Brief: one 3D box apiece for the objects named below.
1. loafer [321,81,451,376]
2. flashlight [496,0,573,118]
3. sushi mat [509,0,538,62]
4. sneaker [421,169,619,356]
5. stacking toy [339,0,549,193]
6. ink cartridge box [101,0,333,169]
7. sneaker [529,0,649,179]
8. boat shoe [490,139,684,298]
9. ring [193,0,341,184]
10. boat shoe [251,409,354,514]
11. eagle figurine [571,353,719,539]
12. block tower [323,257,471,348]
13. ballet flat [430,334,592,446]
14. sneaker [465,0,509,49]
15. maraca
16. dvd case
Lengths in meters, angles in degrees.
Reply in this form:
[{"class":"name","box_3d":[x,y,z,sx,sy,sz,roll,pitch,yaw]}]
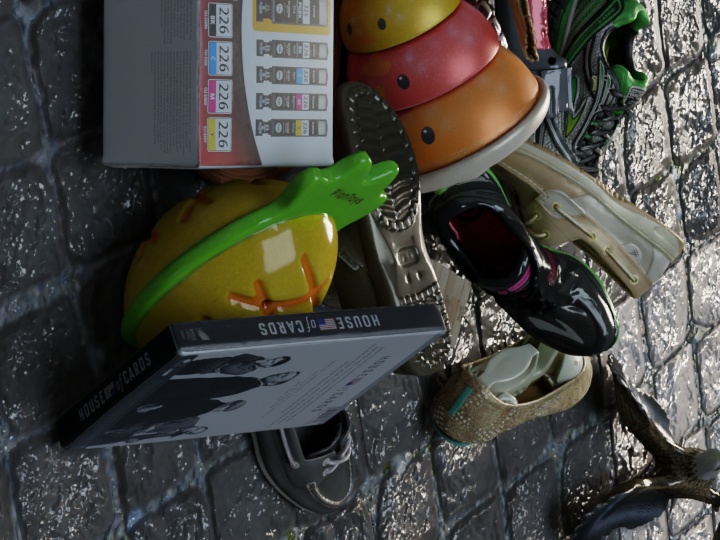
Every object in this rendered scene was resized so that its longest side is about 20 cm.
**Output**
[{"class":"loafer","box_3d":[0.002,-0.024,1.435,0.076,0.067,0.200,-5,82,-56]},{"class":"flashlight","box_3d":[0.136,-0.218,1.675,0.068,0.068,0.200,-12,102,-38]},{"class":"sushi mat","box_3d":[0.098,-0.246,1.561,0.096,0.012,0.200,74,4,-49]},{"class":"sneaker","box_3d":[0.115,0.004,1.628,0.200,0.077,0.084,42,25,-20]},{"class":"stacking toy","box_3d":[0.030,-0.165,1.502,0.146,0.146,0.200,-48,119,-40]},{"class":"ink cartridge box","box_3d":[-0.073,-0.165,1.358,0.175,0.084,0.200,-6,98,-53]},{"class":"sneaker","box_3d":[0.179,-0.128,1.732,0.078,0.085,0.200,7,91,-53]},{"class":"boat shoe","box_3d":[0.156,-0.044,1.680,0.200,0.074,0.069,31,91,-14]},{"class":"ring","box_3d":[-0.079,-0.154,1.437,0.200,0.019,0.201,-9,101,-54]},{"class":"boat shoe","box_3d":[-0.041,0.097,1.484,0.067,0.057,0.200,-54,134,-35]},{"class":"eagle figurine","box_3d":[0.262,0.168,1.872,0.200,0.151,0.152,15,36,-24]},{"class":"block tower","box_3d":[0.000,0.000,1.531,0.200,0.054,0.058,32,68,-49]},{"class":"ballet flat","box_3d":[0.132,0.081,1.699,0.200,0.070,0.065,-27,152,-51]},{"class":"sneaker","box_3d":[0.070,-0.225,1.587,0.200,0.076,0.116,56,46,-43]},{"class":"maraca","box_3d":[-0.064,-0.010,1.351,0.107,0.200,0.137,58,17,13]},{"class":"dvd case","box_3d":[-0.067,0.066,1.338,0.200,0.150,0.025,-4,67,-39]}]
